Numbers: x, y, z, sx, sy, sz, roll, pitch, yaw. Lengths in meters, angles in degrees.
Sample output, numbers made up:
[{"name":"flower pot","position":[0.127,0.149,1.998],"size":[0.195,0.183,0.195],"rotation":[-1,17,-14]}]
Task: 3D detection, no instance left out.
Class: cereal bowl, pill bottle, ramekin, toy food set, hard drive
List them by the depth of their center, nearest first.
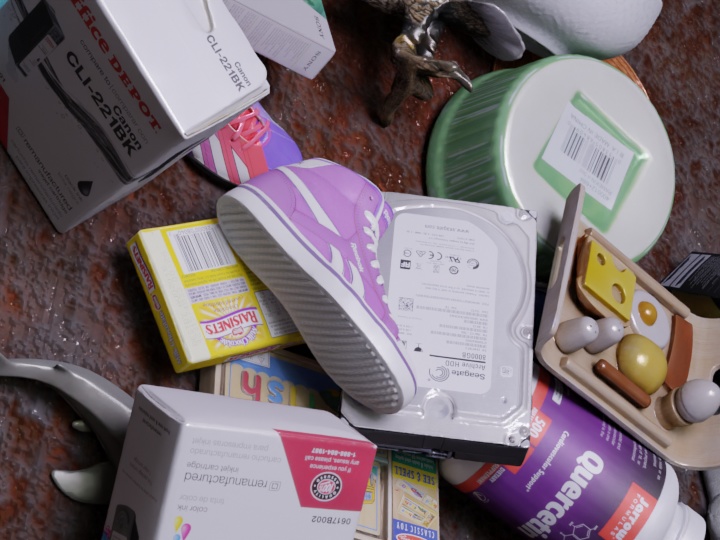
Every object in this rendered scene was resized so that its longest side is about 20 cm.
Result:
[{"name":"hard drive","position":[0.058,0.038,1.250],"size":[0.138,0.038,0.202],"rotation":[7,60,-2]},{"name":"toy food set","position":[0.217,0.043,1.293],"size":[0.199,0.060,0.144],"rotation":[37,48,-26]},{"name":"pill bottle","position":[0.163,0.163,1.304],"size":[0.199,0.112,0.113],"rotation":[36,56,-7]},{"name":"ramekin","position":[0.161,-0.079,1.397],"size":[0.198,0.097,0.202],"rotation":[6,77,-27]},{"name":"cereal bowl","position":[0.146,-0.233,1.418],"size":[0.199,0.200,0.084],"rotation":[30,92,-23]}]

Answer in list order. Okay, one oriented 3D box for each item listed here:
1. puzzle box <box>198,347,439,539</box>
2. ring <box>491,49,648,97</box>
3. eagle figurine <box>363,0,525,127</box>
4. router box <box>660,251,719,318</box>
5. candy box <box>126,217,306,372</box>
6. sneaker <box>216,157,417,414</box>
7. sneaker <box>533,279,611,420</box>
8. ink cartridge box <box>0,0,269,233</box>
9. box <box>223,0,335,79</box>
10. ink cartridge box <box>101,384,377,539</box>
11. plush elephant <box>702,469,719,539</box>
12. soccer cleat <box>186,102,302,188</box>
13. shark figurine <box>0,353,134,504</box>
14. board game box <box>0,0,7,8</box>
[{"name":"puzzle box","position":[-0.029,0.131,1.239],"size":[0.199,0.025,0.134],"rotation":[20,54,-29]},{"name":"ring","position":[0.195,-0.129,1.507],"size":[0.199,0.019,0.203],"rotation":[12,67,-31]},{"name":"eagle figurine","position":[0.036,-0.240,1.344],"size":[0.150,0.151,0.202],"rotation":[20,61,-42]},{"name":"router box","position":[0.360,0.075,1.462],"size":[0.052,0.157,0.200],"rotation":[-43,101,-8]},{"name":"candy box","position":[-0.070,0.008,1.246],"size":[0.199,0.026,0.103],"rotation":[-11,75,-44]},{"name":"sneaker","position":[0.000,-0.001,1.206],"size":[0.114,0.073,0.201],"rotation":[-27,72,-33]},{"name":"sneaker","position":[0.173,0.093,1.377],"size":[0.200,0.078,0.089],"rotation":[48,51,-12]},{"name":"ink cartridge box","position":[-0.169,-0.131,1.135],"size":[0.084,0.199,0.145],"rotation":[-35,95,-38]},{"name":"box","position":[-0.114,-0.235,1.267],"size":[0.199,0.036,0.145],"rotation":[24,36,-36]},{"name":"ink cartridge box","position":[-0.088,0.187,1.101],"size":[0.146,0.085,0.202],"rotation":[9,97,-31]},{"name":"plush elephant","position":[0.375,0.241,1.416],"size":[0.164,0.154,0.201],"rotation":[33,57,-21]},{"name":"soccer cleat","position":[-0.113,-0.128,1.254],"size":[0.200,0.073,0.069],"rotation":[40,56,-17]},{"name":"shark figurine","position":[-0.164,0.102,1.131],"size":[0.215,0.089,0.128],"rotation":[48,52,-14]},{"name":"board game box","position":[-0.291,-0.237,1.183],"size":[0.200,0.047,0.152],"rotation":[-39,97,-38]}]
